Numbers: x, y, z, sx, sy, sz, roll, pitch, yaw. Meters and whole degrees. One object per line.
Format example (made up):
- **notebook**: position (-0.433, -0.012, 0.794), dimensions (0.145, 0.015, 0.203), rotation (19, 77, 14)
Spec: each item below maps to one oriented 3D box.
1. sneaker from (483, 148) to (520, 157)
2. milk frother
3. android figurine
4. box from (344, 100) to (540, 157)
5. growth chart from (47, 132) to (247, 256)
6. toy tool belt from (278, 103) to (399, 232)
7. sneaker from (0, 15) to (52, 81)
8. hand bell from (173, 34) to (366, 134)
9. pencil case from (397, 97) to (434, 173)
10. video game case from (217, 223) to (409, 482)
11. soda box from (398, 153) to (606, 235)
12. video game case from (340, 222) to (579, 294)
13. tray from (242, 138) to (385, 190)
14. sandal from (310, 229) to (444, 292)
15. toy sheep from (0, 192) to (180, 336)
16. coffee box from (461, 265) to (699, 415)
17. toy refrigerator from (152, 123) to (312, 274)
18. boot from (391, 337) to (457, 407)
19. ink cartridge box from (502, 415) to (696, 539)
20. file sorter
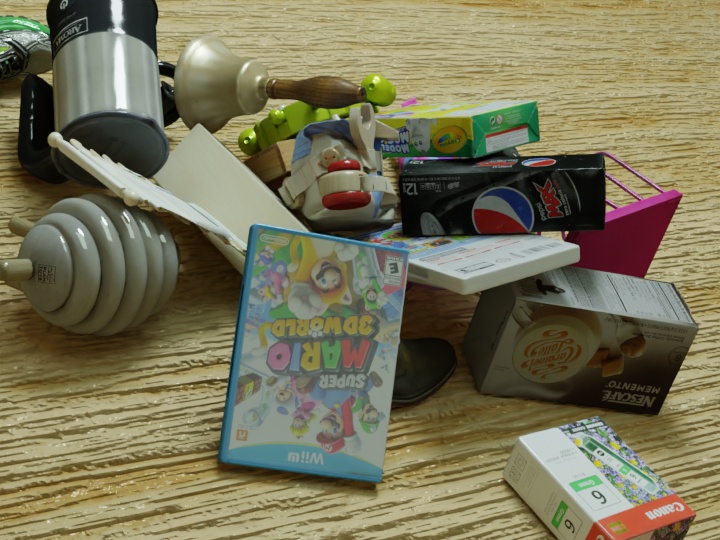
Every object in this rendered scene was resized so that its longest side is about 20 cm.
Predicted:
- **sneaker**: position (0.150, -0.115, 1.570), dimensions (0.091, 0.066, 0.200), rotation (62, 9, 20)
- **milk frother**: position (-0.240, -0.166, 1.446), dimensions (0.199, 0.180, 0.189), rotation (16, 49, -34)
- **android figurine**: position (-0.048, -0.166, 1.544), dimensions (0.041, 0.181, 0.200), rotation (68, 13, 6)
- **box**: position (0.075, -0.148, 1.463), dimensions (0.199, 0.049, 0.117), rotation (7, 18, 43)
- **growth chart**: position (-0.186, -0.066, 1.284), dimensions (0.144, 0.018, 0.199), rotation (36, 5, 41)
- **toy tool belt**: position (-0.021, -0.110, 1.368), dimensions (0.124, 0.124, 0.200), rotation (-5, -7, -1)
- **sneaker**: position (-0.412, -0.218, 1.519), dimensions (0.199, 0.078, 0.085), rotation (-17, 53, -31)
- **hand bell**: position (-0.081, -0.184, 1.406), dimensions (0.199, 0.105, 0.104), rotation (7, 22, 33)
- **pencil case**: position (0.081, -0.117, 1.610), dimensions (0.088, 0.089, 0.201), rotation (10, 33, -14)
- **video game case**: position (-0.038, 0.071, 1.185), dimensions (0.142, 0.202, 0.018), rotation (9, -7, -16)
- **soda box**: position (0.140, -0.075, 1.368), dimensions (0.198, 0.064, 0.071), rotation (-2, 17, 12)
- **video game case**: position (0.092, -0.020, 1.343), dimensions (0.142, 0.018, 0.199), rotation (-15, 20, -32)
- **tray**: position (-0.043, -0.126, 1.542), dimensions (0.199, 0.098, 0.037), rotation (-15, 85, -43)
- **sandal**: position (0.003, -0.001, 1.431), dimensions (0.201, 0.050, 0.082), rotation (16, 16, 18)
- **toy sheep**: position (-0.238, -0.005, 1.228), dimensions (0.138, 0.139, 0.199), rotation (40, 32, 29)
- **coffee box**: position (0.215, 0.065, 1.379), dimensions (0.198, 0.115, 0.080), rotation (9, 32, -18)
- **toy refrigerator**: position (-0.117, -0.054, 1.398), dimensions (0.200, 0.076, 0.070), rotation (44, 2, 34)
- **boot**: position (0.026, 0.070, 1.282), dimensions (0.199, 0.098, 0.075), rotation (-12, 43, -41)
- **ink cartridge box**: position (0.227, 0.217, 1.214), dimensions (0.108, 0.051, 0.200), rotation (-8, 41, -37)
- **file sorter**: position (0.225, -0.038, 1.516), dimensions (0.125, 0.140, 0.199), rotation (38, 36, 29)
